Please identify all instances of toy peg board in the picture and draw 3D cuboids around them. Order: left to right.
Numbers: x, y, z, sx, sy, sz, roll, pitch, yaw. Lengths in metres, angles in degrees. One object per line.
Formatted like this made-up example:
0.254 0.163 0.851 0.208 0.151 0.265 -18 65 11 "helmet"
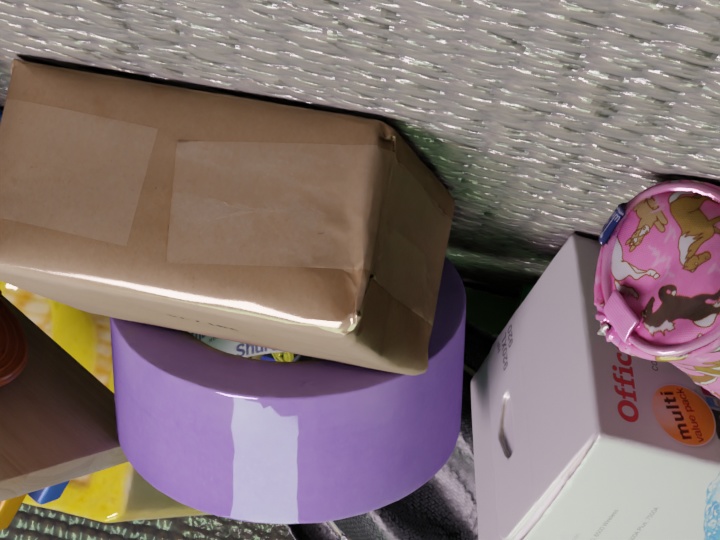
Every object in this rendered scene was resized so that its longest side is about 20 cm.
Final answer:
-0.256 0.081 1.215 0.200 0.098 0.199 40 -160 17 "toy peg board"

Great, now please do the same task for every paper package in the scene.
-0.066 -0.021 1.077 0.198 0.105 0.191 10 173 14 "paper package"

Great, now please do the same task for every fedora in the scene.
0.037 0.119 1.316 0.199 0.203 0.092 13 180 -4 "fedora"

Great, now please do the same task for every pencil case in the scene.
0.174 0.017 1.032 0.086 0.084 0.200 11 174 26 "pencil case"

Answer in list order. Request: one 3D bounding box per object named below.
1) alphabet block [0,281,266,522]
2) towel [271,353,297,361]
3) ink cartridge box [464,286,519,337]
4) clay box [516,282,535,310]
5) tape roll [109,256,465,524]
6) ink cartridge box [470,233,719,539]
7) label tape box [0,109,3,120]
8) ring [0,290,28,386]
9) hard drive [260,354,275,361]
-0.181 0.056 1.461 0.195 0.197 0.200 8 178 22 "alphabet block"
-0.037 0.027 1.450 0.018 0.087 0.200 -28 170 13 "towel"
0.069 0.044 1.548 0.103 0.060 0.200 13 174 11 "ink cartridge box"
0.186 0.045 1.394 0.114 0.048 0.199 18 173 -35 "clay box"
-0.040 0.048 1.221 0.198 0.086 0.201 0 -148 0 "tape roll"
0.179 0.098 1.210 0.198 0.148 0.145 14 135 -17 "ink cartridge box"
-0.213 -0.048 1.293 0.143 0.064 0.200 11 173 21 "label tape box"
-0.271 0.005 1.181 0.199 0.019 0.201 24 -162 -8 "ring"
0.046 0.090 1.481 0.199 0.026 0.132 13 -178 33 "hard drive"
